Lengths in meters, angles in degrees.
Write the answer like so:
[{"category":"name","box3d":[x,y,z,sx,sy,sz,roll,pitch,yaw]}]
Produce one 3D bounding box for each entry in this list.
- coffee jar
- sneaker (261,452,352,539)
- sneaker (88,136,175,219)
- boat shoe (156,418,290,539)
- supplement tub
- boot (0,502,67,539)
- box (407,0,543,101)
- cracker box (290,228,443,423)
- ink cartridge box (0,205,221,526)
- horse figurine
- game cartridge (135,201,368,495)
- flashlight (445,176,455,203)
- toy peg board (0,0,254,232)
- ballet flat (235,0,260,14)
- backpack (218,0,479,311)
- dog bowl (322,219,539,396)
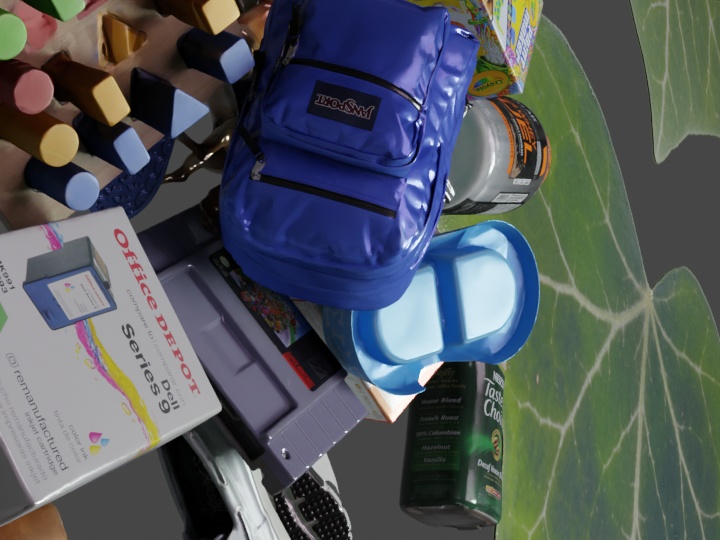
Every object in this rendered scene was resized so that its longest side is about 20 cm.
[{"category":"coffee jar","box3d":[0.091,0.138,1.431,0.104,0.085,0.201,37,52,-56]},{"category":"sneaker","box3d":[-0.067,0.131,1.155,0.080,0.073,0.201,-110,-179,-76]},{"category":"sneaker","box3d":[-0.166,-0.135,0.997,0.070,0.078,0.201,-6,115,-34]},{"category":"boat shoe","box3d":[-0.100,0.183,1.071,0.071,0.070,0.202,-31,109,-50]},{"category":"supplement tub","box3d":[0.111,-0.116,1.486,0.200,0.122,0.123,-6,90,-64]},{"category":"boot","box3d":[-0.223,0.226,0.827,0.200,0.068,0.189,15,59,-68]},{"category":"box","box3d":[0.021,-0.239,1.245,0.193,0.199,0.122,61,34,-39]},{"category":"cracker box","box3d":[0.000,0.000,1.173,0.134,0.058,0.200,-46,120,-29]},{"category":"ink cartridge box","box3d":[-0.185,0.055,0.852,0.146,0.087,0.200,64,24,3]},{"category":"horse figurine","box3d":[-0.104,-0.127,1.104,0.132,0.050,0.201,-2,88,-46]},{"category":"game cartridge","box3d":[-0.084,0.048,1.059,0.200,0.038,0.130,52,34,1]},{"category":"flashlight","box3d":[0.007,-0.128,1.197,0.200,0.067,0.068,58,13,-30]},{"category":"toy peg board","box3d":[-0.151,-0.134,0.881,0.200,0.098,0.200,-43,133,-19]},{"category":"ballet flat","box3d":[-0.098,-0.183,1.170,0.062,0.067,0.201,-24,104,-32]},{"category":"backpack","box3d":[-0.018,-0.085,1.021,0.168,0.162,0.201,83,23,-72]},{"category":"dog bowl","box3d":[0.053,0.026,1.149,0.199,0.049,0.112,-16,102,-39]}]
